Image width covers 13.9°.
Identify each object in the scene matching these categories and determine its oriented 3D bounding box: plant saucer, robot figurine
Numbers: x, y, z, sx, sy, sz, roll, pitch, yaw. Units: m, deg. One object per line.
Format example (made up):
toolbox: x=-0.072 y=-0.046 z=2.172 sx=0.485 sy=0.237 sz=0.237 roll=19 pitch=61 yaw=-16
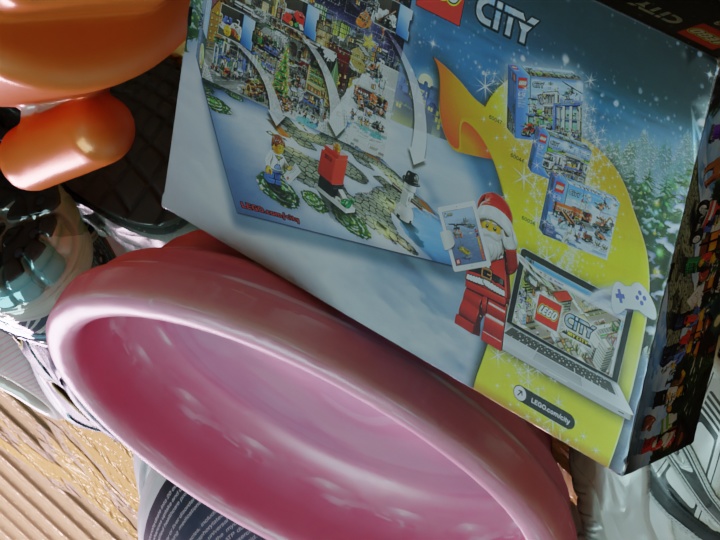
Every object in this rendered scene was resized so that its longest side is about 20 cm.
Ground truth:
plant saucer: x=-0.012 y=0.048 z=1.024 sx=0.200 sy=0.051 sz=0.201 roll=23 pitch=158 yaw=10
robot figurine: x=-0.114 y=-0.112 z=1.013 sx=0.144 sy=0.117 sz=0.200 roll=47 pitch=168 yaw=-13

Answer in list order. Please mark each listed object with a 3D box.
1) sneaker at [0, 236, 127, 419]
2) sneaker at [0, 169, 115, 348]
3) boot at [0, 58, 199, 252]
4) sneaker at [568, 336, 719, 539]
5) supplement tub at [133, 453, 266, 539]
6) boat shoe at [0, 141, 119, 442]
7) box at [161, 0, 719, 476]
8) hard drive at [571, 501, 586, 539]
sneaker: x=-0.188 y=-0.010 z=1.454 sx=0.200 sy=0.105 sz=0.075 roll=47 pitch=165 yaw=-18
sneaker: x=-0.161 y=-0.009 z=1.252 sx=0.086 sy=0.078 sz=0.200 roll=48 pitch=172 yaw=-35
boot: x=-0.092 y=-0.040 z=1.266 sx=0.200 sy=0.068 sz=0.131 roll=33 pitch=167 yaw=48
sneaker: x=0.107 y=0.018 z=0.977 sx=0.087 sy=0.076 sz=0.200 roll=-1 pitch=134 yaw=22
supplement tub: x=-0.017 y=0.134 z=1.274 sx=0.140 sy=0.140 sz=0.200 roll=57 pitch=-175 yaw=-41
boat shoe: x=-0.147 y=-0.008 z=1.383 sx=0.201 sy=0.071 sz=0.091 roll=59 pitch=164 yaw=-17
box: x=0.028 y=-0.044 z=0.900 sx=0.200 sy=0.038 sz=0.137 roll=30 pitch=123 yaw=33
hard drive: x=0.019 y=0.092 z=1.196 sx=0.200 sy=0.132 sz=0.027 roll=39 pitch=120 yaw=22
